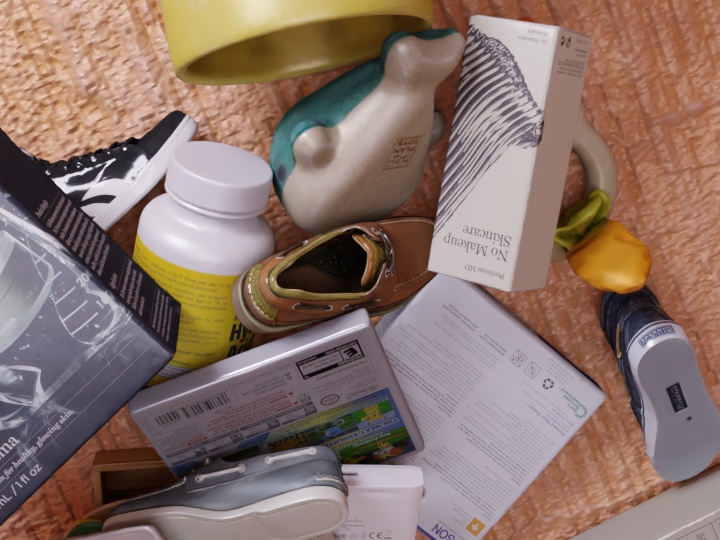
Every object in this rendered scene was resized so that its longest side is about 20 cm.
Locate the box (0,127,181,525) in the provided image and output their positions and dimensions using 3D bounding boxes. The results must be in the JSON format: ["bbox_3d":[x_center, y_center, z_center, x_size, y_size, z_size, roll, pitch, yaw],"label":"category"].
[{"bbox_3d":[-0.262,0.041,0.892,0.200,0.124,0.197,-43,104,6],"label":"box"}]

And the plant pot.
[{"bbox_3d":[-0.059,-0.254,0.944,0.197,0.201,0.192,-12,90,-2],"label":"plant pot"}]

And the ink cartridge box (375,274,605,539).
[{"bbox_3d":[0.079,0.121,1.115,0.196,0.043,0.201,39,99,-14],"label":"ink cartridge box"}]

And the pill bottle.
[{"bbox_3d":[-0.129,0.006,1.016,0.109,0.112,0.203,11,115,-7],"label":"pill bottle"}]

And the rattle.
[{"bbox_3d":[0.158,-0.094,1.020,0.128,0.143,0.203,-5,107,2],"label":"rattle"}]

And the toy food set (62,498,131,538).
[{"bbox_3d":[-0.172,0.276,1.085,0.195,0.049,0.203,9,122,-1],"label":"toy food set"}]

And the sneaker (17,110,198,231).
[{"bbox_3d":[-0.233,-0.080,1.024,0.200,0.073,0.112,-44,100,5],"label":"sneaker"}]

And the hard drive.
[{"bbox_3d":[-0.021,0.246,1.102,0.130,0.027,0.202,1,128,-6],"label":"hard drive"}]

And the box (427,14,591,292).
[{"bbox_3d":[0.115,-0.090,0.990,0.081,0.068,0.203,13,100,31],"label":"box"}]

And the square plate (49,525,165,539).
[{"bbox_3d":[-0.204,0.277,1.033,0.195,0.029,0.202,-11,125,22],"label":"square plate"}]

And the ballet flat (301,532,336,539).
[{"bbox_3d":[-0.035,0.281,1.071,0.066,0.063,0.202,-13,128,8],"label":"ballet flat"}]

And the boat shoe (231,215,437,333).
[{"bbox_3d":[0.000,0.000,0.978,0.198,0.068,0.073,-22,84,-34],"label":"boat shoe"}]

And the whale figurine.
[{"bbox_3d":[0.001,-0.120,0.992,0.158,0.104,0.201,-14,147,-41],"label":"whale figurine"}]

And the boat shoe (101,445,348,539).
[{"bbox_3d":[-0.106,0.181,1.005,0.197,0.062,0.073,-10,137,8],"label":"boat shoe"}]

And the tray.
[{"bbox_3d":[-0.131,0.205,1.121,0.196,0.037,0.100,-3,104,-3],"label":"tray"}]

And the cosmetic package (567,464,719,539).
[{"bbox_3d":[0.296,0.258,1.150,0.198,0.073,0.105,-25,105,2],"label":"cosmetic package"}]

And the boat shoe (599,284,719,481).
[{"bbox_3d":[0.263,0.094,1.115,0.070,0.091,0.202,-22,131,1],"label":"boat shoe"}]

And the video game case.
[{"bbox_3d":[-0.062,0.124,1.026,0.197,0.022,0.183,-21,137,3],"label":"video game case"}]
